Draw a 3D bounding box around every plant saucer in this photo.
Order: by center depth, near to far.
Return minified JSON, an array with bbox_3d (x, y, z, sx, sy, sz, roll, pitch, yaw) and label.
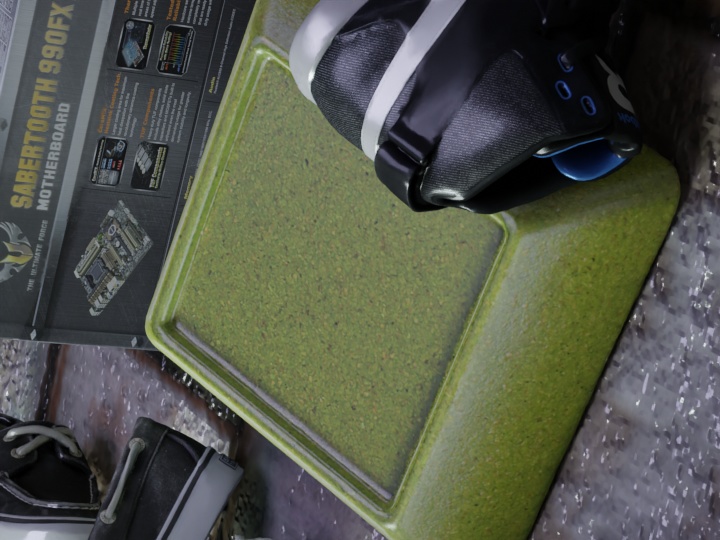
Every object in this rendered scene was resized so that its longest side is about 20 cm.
[{"bbox_3d":[0.000,0.000,0.934,0.199,0.048,0.201,37,120,27],"label":"plant saucer"}]

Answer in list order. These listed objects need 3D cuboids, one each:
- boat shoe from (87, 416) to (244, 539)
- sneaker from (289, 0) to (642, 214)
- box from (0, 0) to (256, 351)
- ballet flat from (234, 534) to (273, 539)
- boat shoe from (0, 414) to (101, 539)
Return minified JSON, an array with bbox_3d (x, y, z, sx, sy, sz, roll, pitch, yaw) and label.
[{"bbox_3d":[-0.126,0.163,1.125,0.201,0.063,0.071,-62,1,-21],"label":"boat shoe"},{"bbox_3d":[0.080,-0.098,0.847,0.200,0.073,0.112,-43,65,7],"label":"sneaker"},{"bbox_3d":[-0.100,-0.064,1.107,0.048,0.157,0.201,40,120,57],"label":"box"},{"bbox_3d":[-0.078,0.205,1.094,0.072,0.071,0.201,57,133,50],"label":"ballet flat"},{"bbox_3d":[-0.179,0.112,1.301,0.200,0.070,0.064,11,94,63],"label":"boat shoe"}]
